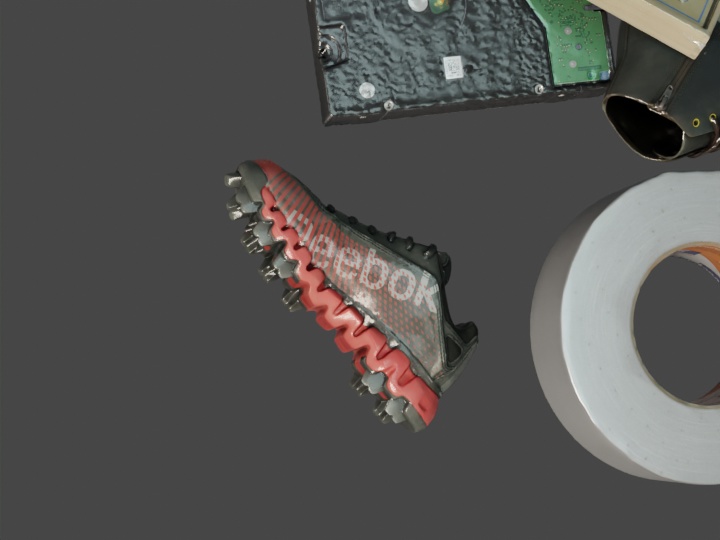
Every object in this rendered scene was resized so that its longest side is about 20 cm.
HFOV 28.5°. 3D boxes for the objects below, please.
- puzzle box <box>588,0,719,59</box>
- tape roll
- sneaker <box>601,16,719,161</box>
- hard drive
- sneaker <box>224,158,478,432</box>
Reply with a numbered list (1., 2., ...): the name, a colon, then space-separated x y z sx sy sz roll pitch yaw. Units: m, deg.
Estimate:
1. puzzle box: 0.198 -0.244 0.933 0.132 0.025 0.201 28 60 -1
2. tape roll: 0.215 0.038 0.930 0.197 0.066 0.203 1 85 -11
3. sneaker: 0.250 -0.098 0.930 0.198 0.075 0.107 26 60 -2
4. hard drive: 0.063 -0.175 0.936 0.197 0.038 0.142 -8 86 -11
5. sneaker: 0.000 0.000 0.890 0.098 0.071 0.201 -41 95 -11
